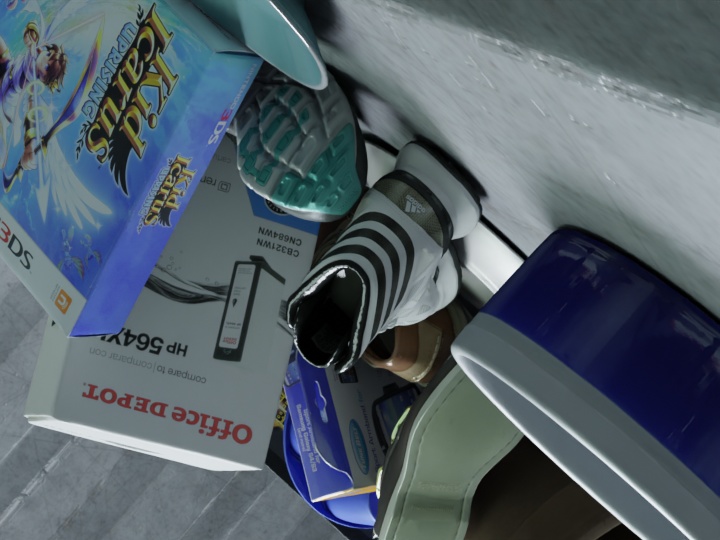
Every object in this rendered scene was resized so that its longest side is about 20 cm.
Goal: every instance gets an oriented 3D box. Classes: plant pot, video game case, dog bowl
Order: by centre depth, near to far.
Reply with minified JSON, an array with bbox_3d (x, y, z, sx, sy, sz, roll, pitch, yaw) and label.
[{"bbox_3d":[0.141,0.074,0.863,0.200,0.079,0.200,41,175,4],"label":"dog bowl"},{"bbox_3d":[-0.164,-0.095,1.047,0.181,0.201,0.045,45,-152,28],"label":"video game case"},{"bbox_3d":[0.134,0.176,1.208,0.200,0.200,0.175,46,-178,-43],"label":"plant pot"}]

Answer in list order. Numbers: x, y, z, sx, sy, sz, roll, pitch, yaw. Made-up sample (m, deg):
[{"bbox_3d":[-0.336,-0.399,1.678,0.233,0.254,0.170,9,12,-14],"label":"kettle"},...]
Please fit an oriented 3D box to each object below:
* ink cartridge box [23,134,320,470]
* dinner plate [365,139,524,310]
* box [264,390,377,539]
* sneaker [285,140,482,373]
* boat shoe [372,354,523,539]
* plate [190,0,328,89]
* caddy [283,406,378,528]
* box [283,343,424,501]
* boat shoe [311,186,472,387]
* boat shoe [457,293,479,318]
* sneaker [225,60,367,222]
[{"bbox_3d":[-0.115,0.016,1.144,0.145,0.202,0.084,16,170,-21],"label":"ink cartridge box"},{"bbox_3d":[0.065,-0.007,1.104,0.200,0.024,0.200,43,175,5],"label":"dinner plate"},{"bbox_3d":[0.004,0.100,1.484,0.200,0.199,0.050,42,177,5],"label":"box"},{"bbox_3d":[-0.001,0.009,1.010,0.076,0.115,0.201,43,164,10],"label":"sneaker"},{"bbox_3d":[0.054,0.103,1.130,0.071,0.202,0.061,10,-143,-18],"label":"boat shoe"},{"bbox_3d":[-0.084,-0.165,0.881,0.200,0.026,0.200,41,176,4],"label":"plate"},{"bbox_3d":[0.036,0.114,1.401,0.142,0.199,0.105,60,161,-9],"label":"caddy"},{"bbox_3d":[0.004,0.092,1.241,0.199,0.041,0.120,3,-110,-59],"label":"box"},{"bbox_3d":[0.000,0.000,1.192,0.071,0.076,0.200,8,-152,-41],"label":"boat shoe"},{"bbox_3d":[0.079,0.059,1.198,0.200,0.068,0.072,42,-168,35],"label":"boat shoe"},{"bbox_3d":[-0.028,-0.072,1.025,0.091,0.078,0.200,39,-173,-31],"label":"sneaker"}]
